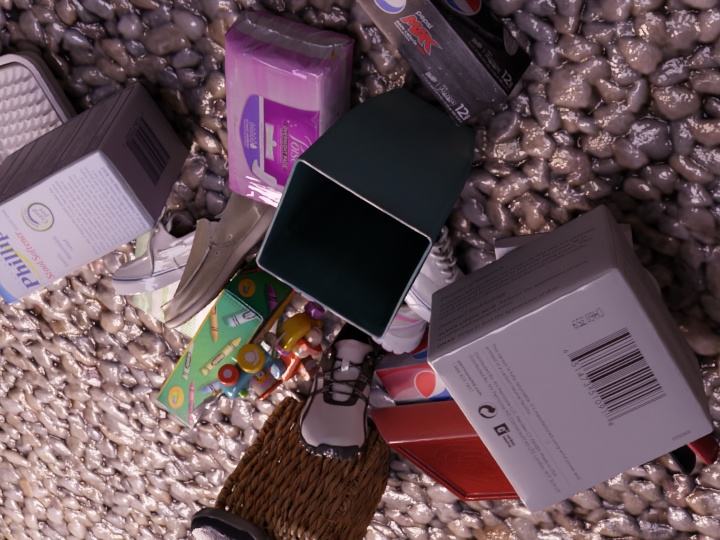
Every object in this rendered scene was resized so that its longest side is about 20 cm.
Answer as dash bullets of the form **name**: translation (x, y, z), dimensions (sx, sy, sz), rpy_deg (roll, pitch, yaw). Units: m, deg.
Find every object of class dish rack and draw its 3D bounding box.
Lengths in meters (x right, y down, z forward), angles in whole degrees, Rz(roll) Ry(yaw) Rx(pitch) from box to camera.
- **dish rack**: translation (-0.378, -0.162, 1.695), dimensions (0.170, 0.044, 0.201), rpy_deg (-7, 123, 39)

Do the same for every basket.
- **basket**: translation (-0.068, 0.277, 1.762), dimensions (0.148, 0.201, 0.144), rpy_deg (17, 137, 17)

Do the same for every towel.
- **towel**: translation (-0.183, 0.033, 1.755), dimensions (0.199, 0.023, 0.153), rpy_deg (27, 136, 13)

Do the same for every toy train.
- **toy train**: translation (-0.093, 0.113, 1.633), dimensions (0.056, 0.199, 0.151), rpy_deg (44, 133, 13)

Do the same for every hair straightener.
- **hair straightener**: translation (0.279, 0.138, 1.522), dimensions (0.200, 0.041, 0.077), rpy_deg (43, 138, -6)

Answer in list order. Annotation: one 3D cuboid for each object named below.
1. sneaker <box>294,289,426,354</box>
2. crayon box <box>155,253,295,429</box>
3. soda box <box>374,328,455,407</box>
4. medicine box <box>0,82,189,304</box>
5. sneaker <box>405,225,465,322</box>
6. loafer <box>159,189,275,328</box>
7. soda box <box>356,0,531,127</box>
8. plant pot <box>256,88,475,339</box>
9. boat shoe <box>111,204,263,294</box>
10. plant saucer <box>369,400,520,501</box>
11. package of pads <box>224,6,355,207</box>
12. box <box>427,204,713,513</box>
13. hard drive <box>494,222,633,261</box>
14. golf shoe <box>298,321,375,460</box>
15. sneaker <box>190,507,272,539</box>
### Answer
- **sneaker**: translation (0.000, 0.000, 1.565), dimensions (0.199, 0.082, 0.088), rpy_deg (32, 137, -7)
- **crayon box**: translation (-0.146, 0.073, 1.655), dimensions (0.058, 0.119, 0.201), rpy_deg (37, 127, 3)
- **soda box**: translation (0.115, 0.099, 1.575), dimensions (0.199, 0.070, 0.064), rpy_deg (-13, 119, 41)
- **medicine box**: translation (-0.304, -0.084, 1.564), dimensions (0.199, 0.183, 0.103), rpy_deg (-26, 113, 19)
- **sneaker**: translation (0.066, -0.014, 1.505), dimensions (0.200, 0.073, 0.071), rpy_deg (45, 141, -8)
- **loafer**: translation (-0.155, -0.025, 1.580), dimensions (0.068, 0.076, 0.200), rpy_deg (40, 95, -1)
- **soda box**: translation (0.061, -0.233, 1.319), dimensions (0.200, 0.063, 0.071), rpy_deg (48, 136, -14)
- **plant pot**: translation (0.021, -0.073, 1.384), dimensions (0.140, 0.200, 0.142), rpy_deg (30, 134, 5)
- **boat shoe**: translation (-0.207, -0.036, 1.656), dimensions (0.200, 0.075, 0.087), rpy_deg (-16, 107, 27)
- **plant saucer**: translation (0.137, 0.206, 1.630), dimensions (0.198, 0.037, 0.200), rpy_deg (-10, 142, 39)
- **package of pads**: translation (-0.071, -0.155, 1.469), dimensions (0.119, 0.076, 0.201), rpy_deg (21, 136, 18)
- **box**: translation (0.194, 0.084, 1.375), dimensions (0.199, 0.131, 0.200), rpy_deg (-28, 112, 18)
- **hard drive**: translation (0.210, 0.055, 1.448), dimensions (0.130, 0.025, 0.202), rpy_deg (-7, 116, 9)
- **golf shoe**: translation (-0.024, 0.127, 1.606), dimensions (0.077, 0.201, 0.095), rpy_deg (8, 119, -1)
- **sneaker**: translation (-0.130, 0.362, 1.646), dimensions (0.076, 0.114, 0.200), rpy_deg (-23, 112, 41)
